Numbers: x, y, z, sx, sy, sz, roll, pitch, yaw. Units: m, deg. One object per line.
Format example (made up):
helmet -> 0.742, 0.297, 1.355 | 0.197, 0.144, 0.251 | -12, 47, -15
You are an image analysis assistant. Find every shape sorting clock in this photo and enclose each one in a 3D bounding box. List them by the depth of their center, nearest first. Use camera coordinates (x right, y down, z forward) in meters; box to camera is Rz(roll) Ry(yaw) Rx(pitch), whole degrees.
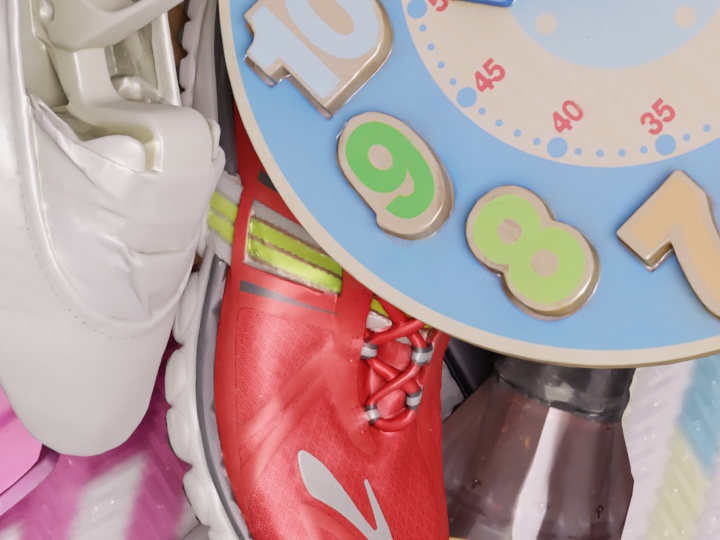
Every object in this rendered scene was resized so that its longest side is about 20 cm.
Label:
shape sorting clock -> 0.061, -0.076, 0.687 | 0.200, 0.039, 0.200 | -4, 76, 18

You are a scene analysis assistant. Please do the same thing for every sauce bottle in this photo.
sauce bottle -> 0.035, 0.084, 0.801 | 0.066, 0.066, 0.200 | 14, 106, -5

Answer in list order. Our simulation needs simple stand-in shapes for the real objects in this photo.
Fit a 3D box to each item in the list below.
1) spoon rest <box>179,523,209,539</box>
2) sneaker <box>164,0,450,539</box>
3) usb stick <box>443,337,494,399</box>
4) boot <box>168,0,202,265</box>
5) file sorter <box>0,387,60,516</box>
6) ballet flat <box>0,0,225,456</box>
spoon rest -> -0.083, 0.135, 0.826 | 0.099, 0.061, 0.200 | 44, 104, -5
sneaker -> 0.000, 0.000, 0.744 | 0.077, 0.085, 0.200 | -1, 82, -46
usb stick -> 0.014, -0.048, 0.822 | 0.055, 0.033, 0.200 | -28, 96, 8
boot -> -0.115, -0.110, 0.763 | 0.200, 0.066, 0.175 | 28, 54, -41
file sorter -> -0.186, 0.009, 0.766 | 0.139, 0.125, 0.200 | -36, 96, -1
ballet flat -> -0.065, -0.051, 0.699 | 0.069, 0.069, 0.200 | -7, 97, -4
